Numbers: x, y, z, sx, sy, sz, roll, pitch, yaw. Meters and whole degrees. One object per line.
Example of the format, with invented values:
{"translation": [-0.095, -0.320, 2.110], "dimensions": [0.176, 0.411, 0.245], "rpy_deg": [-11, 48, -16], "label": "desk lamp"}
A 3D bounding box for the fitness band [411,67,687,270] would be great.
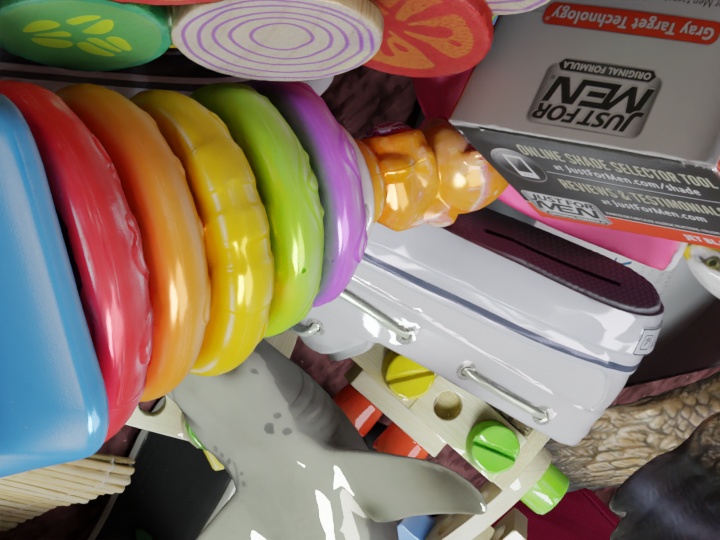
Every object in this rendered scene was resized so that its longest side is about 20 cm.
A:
{"translation": [0.094, -0.080, 0.953], "dimensions": [0.200, 0.037, 0.144], "rpy_deg": [22, 100, -41], "label": "fitness band"}

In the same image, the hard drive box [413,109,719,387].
{"translation": [0.108, -0.034, 1.128], "dimensions": [0.199, 0.077, 0.156], "rpy_deg": [-10, 134, -40], "label": "hard drive box"}

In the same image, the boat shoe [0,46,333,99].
{"translation": [-0.078, -0.090, 0.879], "dimensions": [0.199, 0.072, 0.068], "rpy_deg": [0, 128, -39], "label": "boat shoe"}

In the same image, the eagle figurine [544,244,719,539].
{"translation": [0.164, 0.043, 1.094], "dimensions": [0.200, 0.151, 0.152], "rpy_deg": [-54, 157, -5], "label": "eagle figurine"}

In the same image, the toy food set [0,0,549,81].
{"translation": [-0.014, -0.102, 0.767], "dimensions": [0.199, 0.049, 0.198], "rpy_deg": [2, 160, -4], "label": "toy food set"}

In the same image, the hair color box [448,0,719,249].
{"translation": [0.117, -0.108, 0.856], "dimensions": [0.061, 0.101, 0.201], "rpy_deg": [43, 68, -45], "label": "hair color box"}

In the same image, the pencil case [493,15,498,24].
{"translation": [0.107, -0.128, 1.014], "dimensions": [0.199, 0.087, 0.078], "rpy_deg": [-26, 153, -23], "label": "pencil case"}

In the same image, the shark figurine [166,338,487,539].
{"translation": [-0.012, 0.110, 0.968], "dimensions": [0.090, 0.127, 0.216], "rpy_deg": [-48, 141, -66], "label": "shark figurine"}

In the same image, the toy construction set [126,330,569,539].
{"translation": [0.000, 0.053, 1.027], "dimensions": [0.200, 0.092, 0.131], "rpy_deg": [42, 89, -25], "label": "toy construction set"}

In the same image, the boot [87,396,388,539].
{"translation": [-0.063, 0.140, 1.148], "dimensions": [0.200, 0.072, 0.144], "rpy_deg": [-55, 147, 11], "label": "boot"}

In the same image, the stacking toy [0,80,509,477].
{"translation": [-0.037, -0.016, 0.846], "dimensions": [0.199, 0.110, 0.116], "rpy_deg": [-16, 179, -28], "label": "stacking toy"}

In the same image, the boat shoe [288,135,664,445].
{"translation": [0.000, 0.000, 0.941], "dimensions": [0.074, 0.199, 0.067], "rpy_deg": [-71, -173, -72], "label": "boat shoe"}

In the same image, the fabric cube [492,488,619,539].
{"translation": [0.051, 0.243, 1.261], "dimensions": [0.199, 0.200, 0.197], "rpy_deg": [-12, 137, -38], "label": "fabric cube"}

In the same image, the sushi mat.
{"translation": [-0.167, 0.072, 0.957], "dimensions": [0.095, 0.012, 0.200], "rpy_deg": [-22, 161, 24], "label": "sushi mat"}
